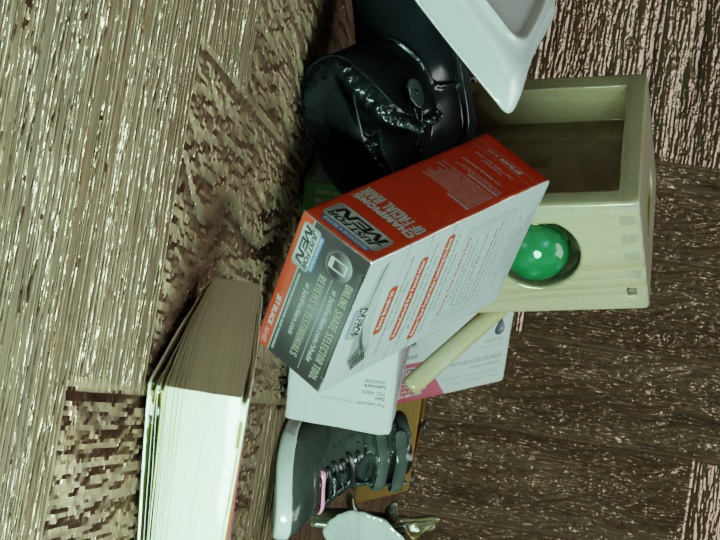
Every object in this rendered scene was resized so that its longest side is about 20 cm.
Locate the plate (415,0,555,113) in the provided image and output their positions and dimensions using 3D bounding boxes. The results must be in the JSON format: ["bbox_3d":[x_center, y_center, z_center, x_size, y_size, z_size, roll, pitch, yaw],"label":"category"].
[{"bbox_3d":[0.069,-0.226,1.433,0.200,0.032,0.200,51,27,-12],"label":"plate"}]

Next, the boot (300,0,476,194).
[{"bbox_3d":[0.013,-0.156,1.421,0.168,0.076,0.201,-33,111,-63],"label":"boot"}]

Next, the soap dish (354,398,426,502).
[{"bbox_3d":[0.030,0.138,2.189,0.200,0.081,0.158,-71,168,-71],"label":"soap dish"}]

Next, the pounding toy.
[{"bbox_3d":[0.124,-0.028,1.542,0.200,0.183,0.143,-78,161,-48],"label":"pounding toy"}]

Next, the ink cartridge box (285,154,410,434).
[{"bbox_3d":[0.000,0.000,1.549,0.145,0.084,0.201,-73,169,-63],"label":"ink cartridge box"}]

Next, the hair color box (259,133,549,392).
[{"bbox_3d":[0.030,-0.008,1.366,0.200,0.064,0.111,-26,146,-48],"label":"hair color box"}]

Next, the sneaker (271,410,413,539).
[{"bbox_3d":[-0.012,0.151,1.606,0.200,0.099,0.071,-68,168,-65],"label":"sneaker"}]

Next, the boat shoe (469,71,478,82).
[{"bbox_3d":[0.072,-0.171,1.767,0.070,0.066,0.200,100,-26,-43],"label":"boat shoe"}]

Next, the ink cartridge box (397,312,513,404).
[{"bbox_3d":[0.066,0.013,1.928,0.083,0.146,0.201,47,-40,48],"label":"ink cartridge box"}]

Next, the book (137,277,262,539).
[{"bbox_3d":[-0.081,0.121,1.057,0.134,0.048,0.201,-76,174,-67],"label":"book"}]

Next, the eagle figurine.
[{"bbox_3d":[0.009,0.289,1.661,0.152,0.150,0.201,-21,-125,55],"label":"eagle figurine"}]
